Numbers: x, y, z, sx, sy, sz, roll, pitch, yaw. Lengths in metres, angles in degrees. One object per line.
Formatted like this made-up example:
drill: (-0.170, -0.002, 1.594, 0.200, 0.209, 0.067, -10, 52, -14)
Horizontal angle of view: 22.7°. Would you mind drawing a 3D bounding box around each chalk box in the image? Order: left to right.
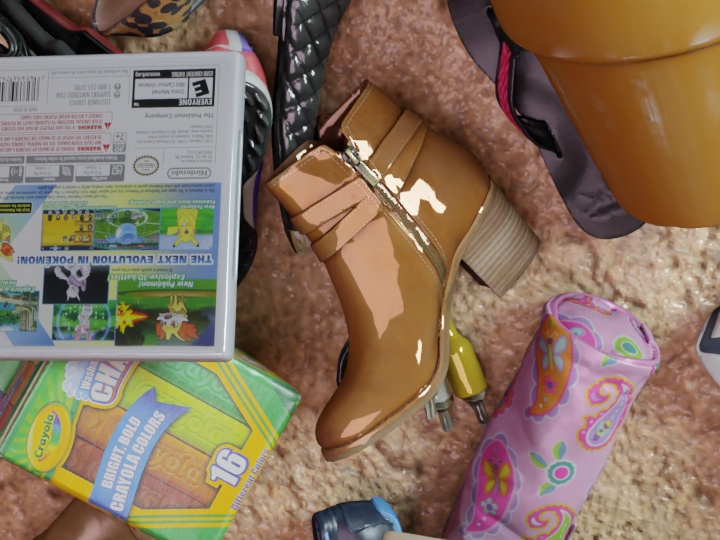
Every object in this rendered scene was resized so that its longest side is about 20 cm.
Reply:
chalk box: (-0.161, 0.075, 1.135, 0.199, 0.124, 0.125, 30, 89, -18)

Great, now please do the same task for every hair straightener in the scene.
hair straightener: (-0.208, -0.142, 1.122, 0.200, 0.077, 0.041, 43, 143, 13)

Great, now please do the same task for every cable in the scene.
cable: (0.028, 0.012, 1.166, 0.096, 0.050, 0.202, -5, 98, 13)

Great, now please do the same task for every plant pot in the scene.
plant pot: (0.181, -0.133, 0.998, 0.199, 0.201, 0.184, -10, 123, 17)

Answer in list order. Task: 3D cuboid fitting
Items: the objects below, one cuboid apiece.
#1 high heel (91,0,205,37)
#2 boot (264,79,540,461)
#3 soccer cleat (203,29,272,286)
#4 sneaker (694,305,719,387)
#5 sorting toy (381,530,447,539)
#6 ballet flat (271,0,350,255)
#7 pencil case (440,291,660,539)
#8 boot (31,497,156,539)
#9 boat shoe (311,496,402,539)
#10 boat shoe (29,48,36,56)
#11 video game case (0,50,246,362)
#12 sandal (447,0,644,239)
high heel: (-0.137, -0.190, 1.047, 0.142, 0.200, 0.072, -28, 72, 18)
boot: (0.000, 0.000, 1.084, 0.155, 0.077, 0.200, 42, 87, -17)
soccer cleat: (-0.095, -0.060, 1.158, 0.068, 0.074, 0.201, 7, 130, -10)
sneaker: (0.315, 0.069, 1.085, 0.199, 0.079, 0.130, 48, 122, 5)
sorting toy: (0.112, 0.250, 1.148, 0.198, 0.070, 0.199, 8, 151, 11)
ballet flat: (-0.027, -0.103, 1.118, 0.056, 0.067, 0.202, 0, 113, -5)
pencil case: (0.121, 0.115, 1.151, 0.087, 0.087, 0.201, 24, 114, 5)
boot: (-0.206, 0.118, 1.246, 0.174, 0.066, 0.201, -21, 104, 7)
boat shoe: (-0.022, 0.250, 1.237, 0.068, 0.084, 0.202, 2, 100, -21)
boat shoe: (-0.188, -0.055, 1.136, 0.200, 0.074, 0.076, 47, 137, 19)
video game case: (-0.168, -0.038, 1.065, 0.198, 0.022, 0.184, 0, 80, 11)
sandal: (0.119, -0.106, 1.089, 0.075, 0.045, 0.201, -27, 101, 21)
